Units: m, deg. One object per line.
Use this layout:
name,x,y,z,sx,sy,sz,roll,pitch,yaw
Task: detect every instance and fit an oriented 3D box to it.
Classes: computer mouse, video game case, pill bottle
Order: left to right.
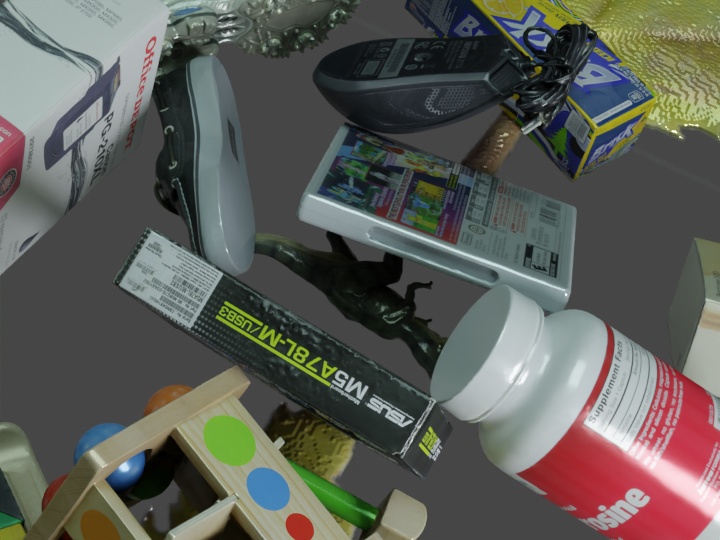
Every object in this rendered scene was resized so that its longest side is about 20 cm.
video game case,0.057,-0.038,1.405,0.181,0.023,0.200,21,19,1
computer mouse,0.063,-0.126,1.477,0.198,0.053,0.139,1,30,19
pill bottle,0.147,0.096,1.295,0.199,0.112,0.113,33,49,-14

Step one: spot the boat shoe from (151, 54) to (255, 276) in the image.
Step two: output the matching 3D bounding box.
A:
boat shoe,-0.110,-0.066,1.412,0.056,0.069,0.201,-18,44,10

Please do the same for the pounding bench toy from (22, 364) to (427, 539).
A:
pounding bench toy,-0.074,0.140,1.207,0.200,0.124,0.156,-29,75,-44

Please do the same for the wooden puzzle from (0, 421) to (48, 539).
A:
wooden puzzle,-0.245,0.188,1.199,0.184,0.037,0.201,-14,58,-25

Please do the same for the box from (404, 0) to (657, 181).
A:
box,0.126,-0.164,1.558,0.070,0.064,0.200,-27,65,-31

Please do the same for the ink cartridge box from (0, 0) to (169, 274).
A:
ink cartridge box,-0.221,-0.095,1.354,0.084,0.145,0.200,34,52,10

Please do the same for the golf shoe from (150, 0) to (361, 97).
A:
golf shoe,-0.096,-0.201,1.521,0.199,0.079,0.097,-17,53,-27

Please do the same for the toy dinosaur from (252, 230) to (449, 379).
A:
toy dinosaur,0.000,0.000,1.410,0.199,0.048,0.088,28,58,11

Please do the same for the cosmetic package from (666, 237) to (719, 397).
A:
cosmetic package,0.314,0.049,1.413,0.198,0.072,0.105,13,26,-3

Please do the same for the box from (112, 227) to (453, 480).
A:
box,-0.041,0.054,1.267,0.199,0.193,0.048,31,83,9
